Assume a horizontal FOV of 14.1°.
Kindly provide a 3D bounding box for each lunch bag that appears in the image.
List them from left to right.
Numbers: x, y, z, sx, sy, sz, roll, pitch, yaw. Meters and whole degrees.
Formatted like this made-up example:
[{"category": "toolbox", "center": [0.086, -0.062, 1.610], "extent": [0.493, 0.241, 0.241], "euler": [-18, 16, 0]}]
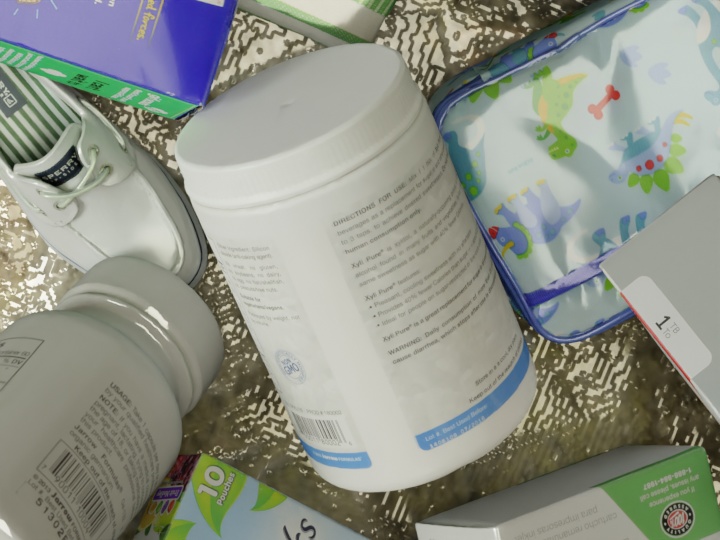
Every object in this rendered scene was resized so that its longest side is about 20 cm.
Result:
[{"category": "lunch bag", "center": [0.147, -0.063, 1.543], "extent": [0.200, 0.082, 0.161], "euler": [-26, 99, 1]}]

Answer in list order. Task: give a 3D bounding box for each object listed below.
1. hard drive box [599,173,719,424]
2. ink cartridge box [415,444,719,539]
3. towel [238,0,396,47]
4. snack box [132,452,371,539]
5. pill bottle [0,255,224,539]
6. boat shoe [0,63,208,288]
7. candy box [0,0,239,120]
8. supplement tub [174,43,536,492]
[{"category": "hard drive box", "center": [0.215, 0.059, 1.472], "extent": [0.077, 0.200, 0.156], "euler": [-38, 64, 3]}, {"category": "ink cartridge box", "center": [0.129, 0.208, 1.539], "extent": [0.146, 0.084, 0.201], "euler": [-18, 97, -30]}, {"category": "towel", "center": [-0.024, -0.229, 1.548], "extent": [0.152, 0.023, 0.201], "euler": [23, 92, -6]}, {"category": "snack box", "center": [-0.036, 0.202, 1.525], "extent": [0.200, 0.053, 0.143], "euler": [30, 71, -21]}, {"category": "pill bottle", "center": [-0.156, 0.086, 1.481], "extent": [0.114, 0.114, 0.200], "euler": [43, 48, -6]}, {"category": "boat shoe", "center": [-0.161, -0.057, 1.534], "extent": [0.200, 0.067, 0.074], "euler": [43, 92, -6]}, {"category": "candy box", "center": [-0.153, -0.187, 1.473], "extent": [0.199, 0.077, 0.170], "euler": [18, 85, -12]}, {"category": "supplement tub", "center": [0.000, 0.000, 1.492], "extent": [0.132, 0.132, 0.200], "euler": [-23, 114, -1]}]
